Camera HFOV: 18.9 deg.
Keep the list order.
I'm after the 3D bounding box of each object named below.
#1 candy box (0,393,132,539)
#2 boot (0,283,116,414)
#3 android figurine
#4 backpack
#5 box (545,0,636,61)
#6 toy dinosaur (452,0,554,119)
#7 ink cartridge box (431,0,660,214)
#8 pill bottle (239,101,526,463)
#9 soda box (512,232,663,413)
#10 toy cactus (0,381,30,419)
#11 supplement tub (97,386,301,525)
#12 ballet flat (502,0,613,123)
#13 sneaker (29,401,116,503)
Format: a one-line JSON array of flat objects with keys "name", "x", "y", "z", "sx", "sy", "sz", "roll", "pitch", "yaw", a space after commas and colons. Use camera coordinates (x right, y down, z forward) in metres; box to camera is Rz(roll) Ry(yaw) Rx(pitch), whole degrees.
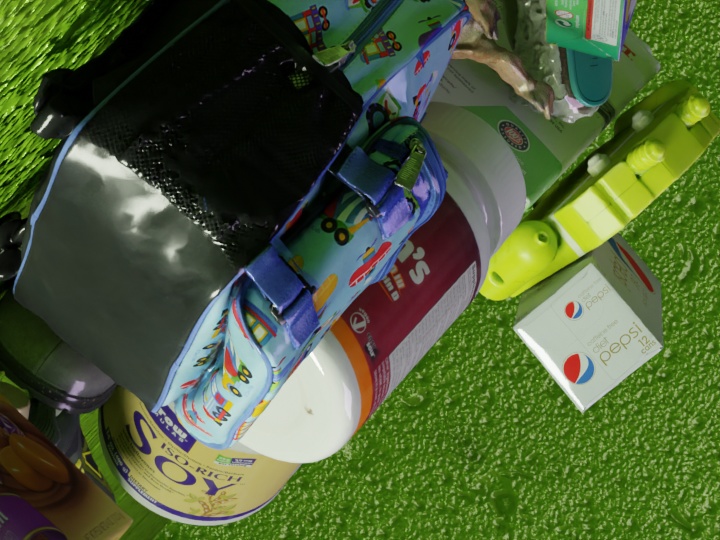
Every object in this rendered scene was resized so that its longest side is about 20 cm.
[{"name": "candy box", "x": -0.182, "y": 0.109, "z": 0.913, "sx": 0.057, "sy": 0.117, "sz": 0.200, "roll": -48, "pitch": 176, "yaw": 12}, {"name": "boot", "x": -0.098, "y": -0.025, "z": 0.996, "sx": 0.131, "sy": 0.068, "sz": 0.200, "roll": -55, "pitch": -179, "yaw": 25}, {"name": "android figurine", "x": 0.144, "y": -0.050, "z": 1.309, "sx": 0.182, "sy": 0.041, "sz": 0.200, "roll": -43, "pitch": -178, "yaw": -28}, {"name": "backpack", "x": -0.032, "y": -0.053, "z": 0.844, "sx": 0.200, "sy": 0.134, "sz": 0.183, "roll": -49, "pitch": 178, "yaw": -26}, {"name": "box", "x": 0.146, "y": -0.225, "z": 1.136, "sx": 0.117, "sy": 0.048, "sz": 0.201, "roll": 75, "pitch": 31, "yaw": -73}, {"name": "toy dinosaur", "x": 0.019, "y": -0.131, "z": 1.092, "sx": 0.200, "sy": 0.135, "sz": 0.087, "roll": 33, "pitch": 58, "yaw": -66}, {"name": "ink cartridge box", "x": 0.073, "y": -0.111, "z": 1.305, "sx": 0.084, "sy": 0.145, "sz": 0.200, "roll": -48, "pitch": 177, "yaw": 41}, {"name": "pill bottle", "x": 0.000, "y": 0.000, "z": 1.119, "sx": 0.200, "sy": 0.109, "sz": 0.110, "roll": -46, "pitch": 177, "yaw": -41}, {"name": "soda box", "x": 0.143, "y": 0.021, "z": 1.335, "sx": 0.064, "sy": 0.068, "sz": 0.200, "roll": -40, "pitch": -177, "yaw": 12}, {"name": "toy cactus", "x": -0.218, "y": 0.132, "z": 1.131, "sx": 0.166, "sy": 0.102, "sz": 0.200, "roll": -68, "pitch": 167, "yaw": 17}, {"name": "supplement tub", "x": -0.083, "y": 0.070, "z": 1.420, "sx": 0.145, "sy": 0.145, "sz": 0.200, "roll": -45, "pitch": 175, "yaw": -33}, {"name": "ballet flat", "x": 0.107, "y": -0.184, "z": 1.218, "sx": 0.072, "sy": 0.071, "sz": 0.202, "roll": -10, "pitch": 103, "yaw": -84}, {"name": "sneaker", "x": -0.185, "y": 0.131, "z": 1.350, "sx": 0.075, "sy": 0.085, "sz": 0.200, "roll": -47, "pitch": 176, "yaw": -16}]
